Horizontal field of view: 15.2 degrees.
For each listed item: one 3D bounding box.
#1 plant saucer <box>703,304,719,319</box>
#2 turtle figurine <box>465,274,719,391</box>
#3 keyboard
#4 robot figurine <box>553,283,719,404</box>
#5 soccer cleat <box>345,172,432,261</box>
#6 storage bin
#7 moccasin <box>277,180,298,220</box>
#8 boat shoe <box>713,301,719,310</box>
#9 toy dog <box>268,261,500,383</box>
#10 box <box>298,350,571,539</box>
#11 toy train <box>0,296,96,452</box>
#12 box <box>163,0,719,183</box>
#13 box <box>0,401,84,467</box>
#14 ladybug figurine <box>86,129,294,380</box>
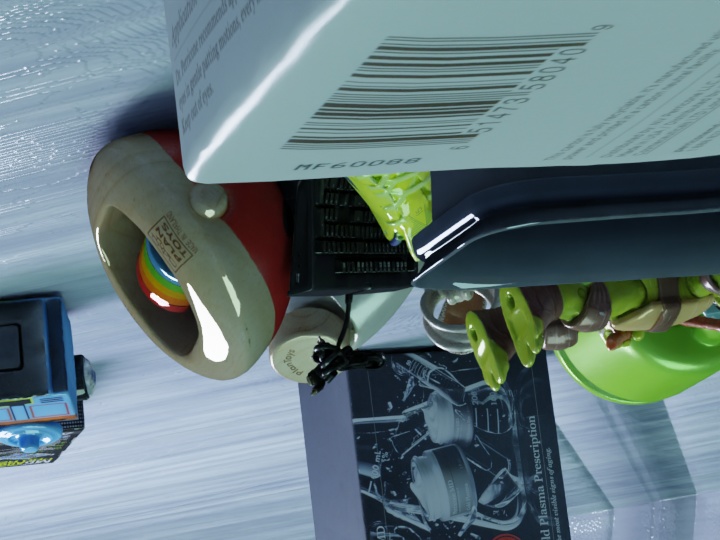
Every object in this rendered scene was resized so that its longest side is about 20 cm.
[{"bbox_3d":[0.280,0.012,1.443,0.199,0.019,0.070,-10,151,26],"label":"plant saucer"},{"bbox_3d":[0.142,0.012,1.328,0.160,0.065,0.200,-11,180,-22],"label":"turtle figurine"},{"bbox_3d":[0.000,0.000,1.424,0.020,0.128,0.200,6,-178,17],"label":"keyboard"},{"bbox_3d":[0.189,0.020,1.723,0.174,0.116,0.200,21,163,-8],"label":"robot figurine"},{"bbox_3d":[0.022,-0.051,1.361,0.064,0.084,0.200,-11,167,18],"label":"soccer cleat"},{"bbox_3d":[0.116,-0.071,1.204,0.198,0.135,0.146,-3,167,-19],"label":"storage bin"},{"bbox_3d":[-0.038,-0.024,1.483,0.080,0.069,0.200,-9,168,6],"label":"moccasin"},{"bbox_3d":[0.228,-0.059,1.379,0.066,0.072,0.201,19,124,-26],"label":"boat shoe"},{"bbox_3d":[0.029,0.010,1.601,0.199,0.133,0.096,-4,149,31],"label":"toy dog"},{"bbox_3d":[0.060,0.170,2.141,0.181,0.202,0.104,-3,169,-24],"label":"box"},{"bbox_3d":[-0.275,0.072,1.765,0.198,0.087,0.114,-5,159,-2],"label":"toy train"},{"bbox_3d":[0.053,-0.135,0.772,0.198,0.173,0.199,-4,168,-18],"label":"box"},{"bbox_3d":[-0.321,0.122,2.054,0.198,0.045,0.160,-4,168,-16],"label":"box"},{"bbox_3d":[-0.082,-0.015,1.392,0.072,0.136,0.200,-34,177,-17],"label":"ladybug figurine"}]
